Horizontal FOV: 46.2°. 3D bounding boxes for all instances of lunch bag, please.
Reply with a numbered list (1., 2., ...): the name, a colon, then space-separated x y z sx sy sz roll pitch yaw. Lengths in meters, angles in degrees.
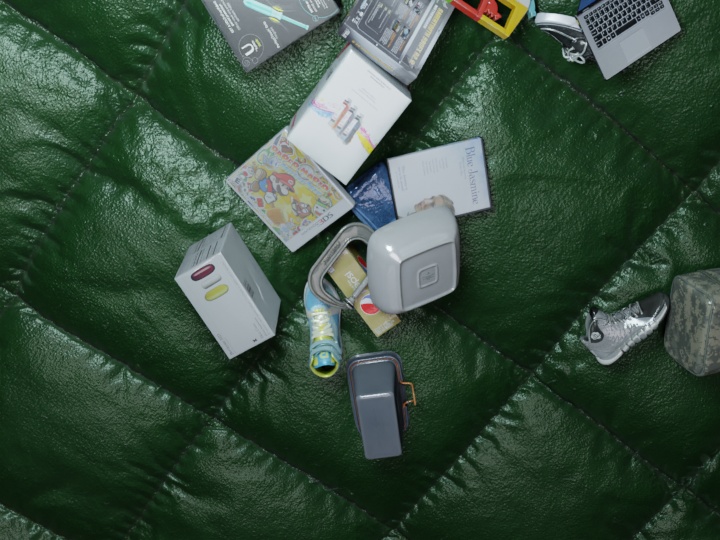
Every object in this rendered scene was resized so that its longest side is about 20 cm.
1. lunch bag: 0.729 0.099 1.720 0.164 0.140 0.204 -11 117 -14

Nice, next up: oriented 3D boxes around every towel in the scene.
1. towel: 0.064 -0.110 1.676 0.111 0.049 0.200 -38 108 14

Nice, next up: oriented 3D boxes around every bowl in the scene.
1. bowl: 0.113 -0.008 1.634 0.196 0.075 0.203 -20 131 -17

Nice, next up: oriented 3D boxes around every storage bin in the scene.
1. storage bin: 0.048 0.297 1.802 0.142 0.135 0.204 -7 114 3

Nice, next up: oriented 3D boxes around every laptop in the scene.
1. laptop: 0.477 -0.469 1.452 0.185 0.116 0.202 -32 102 -11

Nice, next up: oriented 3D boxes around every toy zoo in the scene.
1. toy zoo: 0.229 -0.503 1.491 0.197 0.020 0.133 28 82 -14

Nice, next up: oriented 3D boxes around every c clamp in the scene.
1. c clamp: 0.000 0.000 1.660 0.200 0.027 0.171 -46 109 3

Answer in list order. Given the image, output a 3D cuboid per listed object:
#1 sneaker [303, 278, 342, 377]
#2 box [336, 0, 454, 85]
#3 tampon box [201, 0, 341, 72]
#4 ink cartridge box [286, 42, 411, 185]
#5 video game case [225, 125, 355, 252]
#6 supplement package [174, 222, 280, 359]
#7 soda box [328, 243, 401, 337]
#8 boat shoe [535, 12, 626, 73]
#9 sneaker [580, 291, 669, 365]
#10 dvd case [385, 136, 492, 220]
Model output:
1. sneaker: -0.075 0.125 1.730 0.078 0.131 0.204 -9 113 5
2. box: 0.072 -0.455 1.476 0.157 0.048 0.203 32 76 -15
3. tampon box: -0.152 -0.473 1.478 0.197 0.127 0.151 -29 110 12
4. ink cartridge box: -0.022 -0.292 1.545 0.144 0.146 0.201 36 109 -15
5. video game case: -0.137 -0.153 1.643 0.181 0.023 0.200 -33 109 31
6. supplement package: -0.259 0.040 1.679 0.109 0.156 0.202 -27 111 12
7. soda box: 0.003 0.034 1.725 0.063 0.068 0.201 -32 109 12
8. boat shoe: 0.403 -0.411 1.536 0.195 0.074 0.069 16 98 -17
9. sneaker: 0.539 0.099 1.754 0.115 0.075 0.201 37 109 -12
10. dvd case: 0.154 -0.167 1.640 0.196 0.018 0.146 -14 107 -8
